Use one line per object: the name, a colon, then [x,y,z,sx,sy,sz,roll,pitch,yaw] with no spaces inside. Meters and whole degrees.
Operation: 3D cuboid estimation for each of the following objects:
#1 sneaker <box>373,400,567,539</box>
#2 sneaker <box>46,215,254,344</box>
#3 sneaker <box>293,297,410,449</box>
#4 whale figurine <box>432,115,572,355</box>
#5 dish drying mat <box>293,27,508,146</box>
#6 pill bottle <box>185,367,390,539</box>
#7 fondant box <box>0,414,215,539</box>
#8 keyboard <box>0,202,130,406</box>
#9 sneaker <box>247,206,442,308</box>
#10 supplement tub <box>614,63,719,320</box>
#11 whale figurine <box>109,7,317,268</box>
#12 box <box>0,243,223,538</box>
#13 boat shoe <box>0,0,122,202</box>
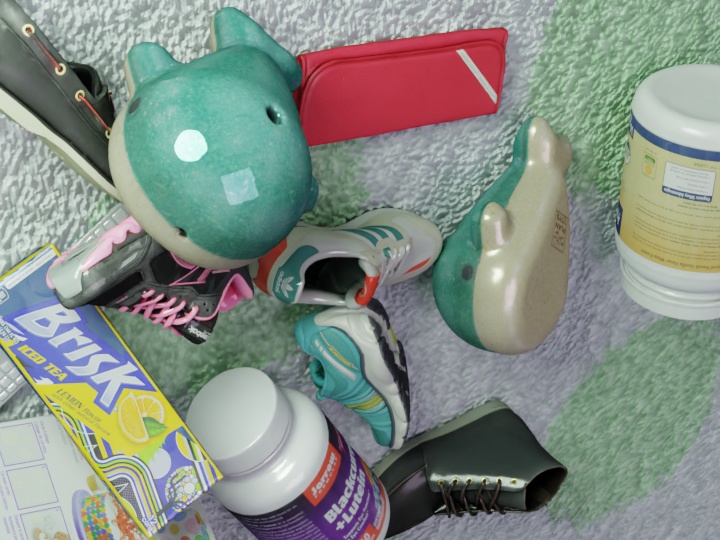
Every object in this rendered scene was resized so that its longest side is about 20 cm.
sneaker: [0.092,0.204,1.304,0.199,0.106,0.075,-31,133,-20]
sneaker: [-0.131,0.007,0.946,0.078,0.096,0.200,-22,180,27]
sneaker: [-0.002,0.087,1.189,0.079,0.078,0.201,-10,142,10]
whale figurine: [0.124,-0.031,1.200,0.159,0.103,0.202,21,80,-58]
dish drying mat: [0.034,-0.144,1.091,0.198,0.018,0.078,-14,126,-33]
pill bottle: [-0.061,0.166,1.150,0.111,0.111,0.200,-43,136,-7]
fondant box: [-0.215,0.179,1.004,0.198,0.145,0.058,-7,150,-36]
keyboard: [-0.229,0.037,1.000,0.200,0.011,0.056,-44,136,-7]
sneaker: [0.000,0.000,1.103,0.198,0.093,0.071,-2,119,-38]
supplement tub: [0.309,-0.071,1.274,0.143,0.144,0.202,-19,128,-29]
whale figurine: [-0.078,-0.099,0.897,0.159,0.201,0.103,40,133,-21]
box: [-0.182,0.081,0.959,0.070,0.064,0.201,-37,100,-14]
boat shoe: [-0.185,-0.101,0.900,0.063,0.073,0.201,-53,141,-7]
